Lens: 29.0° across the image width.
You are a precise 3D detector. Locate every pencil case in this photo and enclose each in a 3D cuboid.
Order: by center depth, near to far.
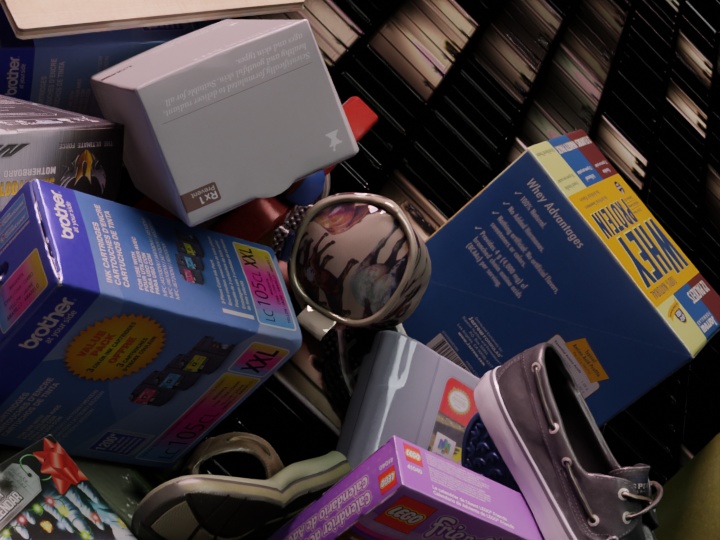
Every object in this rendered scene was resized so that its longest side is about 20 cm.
[{"bbox_3d":[0.000,0.000,0.902,0.078,0.089,0.200,46,2,6],"label":"pencil case"}]

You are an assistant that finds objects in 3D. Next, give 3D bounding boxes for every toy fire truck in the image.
[{"bbox_3d":[-0.075,-0.035,0.921,0.112,0.168,0.200,46,28,-3],"label":"toy fire truck"}]

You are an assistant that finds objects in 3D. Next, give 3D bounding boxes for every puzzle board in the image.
[{"bbox_3d":[-0.156,-0.214,0.934,0.199,0.017,0.151,-11,54,-29],"label":"puzzle board"}]

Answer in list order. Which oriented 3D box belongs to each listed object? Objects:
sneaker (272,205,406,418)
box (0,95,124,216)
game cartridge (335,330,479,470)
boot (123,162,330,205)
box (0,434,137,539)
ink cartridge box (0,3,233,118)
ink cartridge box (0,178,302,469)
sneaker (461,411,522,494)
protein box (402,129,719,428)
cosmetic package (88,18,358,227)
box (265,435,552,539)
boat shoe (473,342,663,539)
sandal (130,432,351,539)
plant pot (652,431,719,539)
[{"bbox_3d":[0.006,0.040,1.045,0.080,0.074,0.200,20,42,-56],"label":"sneaker"},{"bbox_3d":[-0.252,-0.067,0.751,0.158,0.049,0.200,15,14,28],"label":"box"},{"bbox_3d":[0.068,0.143,0.973,0.200,0.041,0.134,32,67,-33],"label":"game cartridge"},{"bbox_3d":[-0.131,-0.103,1.055,0.200,0.069,0.174,48,33,9],"label":"boot"},{"bbox_3d":[-0.172,0.174,0.659,0.137,0.040,0.200,49,28,4],"label":"box"},{"bbox_3d":[-0.198,-0.174,0.956,0.199,0.076,0.137,-7,54,-23],"label":"ink cartridge box"},{"bbox_3d":[-0.152,0.033,0.761,0.200,0.136,0.076,18,38,-42],"label":"ink cartridge box"},{"bbox_3d":[0.128,0.175,0.957,0.078,0.070,0.201,-28,109,-43],"label":"sneaker"},{"bbox_3d":[0.146,0.032,1.112,0.199,0.200,0.135,52,28,8],"label":"protein box"},{"bbox_3d":[-0.087,-0.093,0.821,0.090,0.107,0.200,68,-15,-13],"label":"cosmetic package"},{"bbox_3d":[0.050,0.184,0.854,0.200,0.137,0.039,28,34,-32],"label":"box"},{"bbox_3d":[0.144,0.131,0.836,0.070,0.066,0.200,6,48,-52],"label":"boat shoe"},{"bbox_3d":[-0.074,0.127,0.819,0.057,0.080,0.201,58,19,14],"label":"sandal"},{"bbox_3d":[0.311,0.217,1.128,0.200,0.184,0.201,34,31,-25],"label":"plant pot"}]
